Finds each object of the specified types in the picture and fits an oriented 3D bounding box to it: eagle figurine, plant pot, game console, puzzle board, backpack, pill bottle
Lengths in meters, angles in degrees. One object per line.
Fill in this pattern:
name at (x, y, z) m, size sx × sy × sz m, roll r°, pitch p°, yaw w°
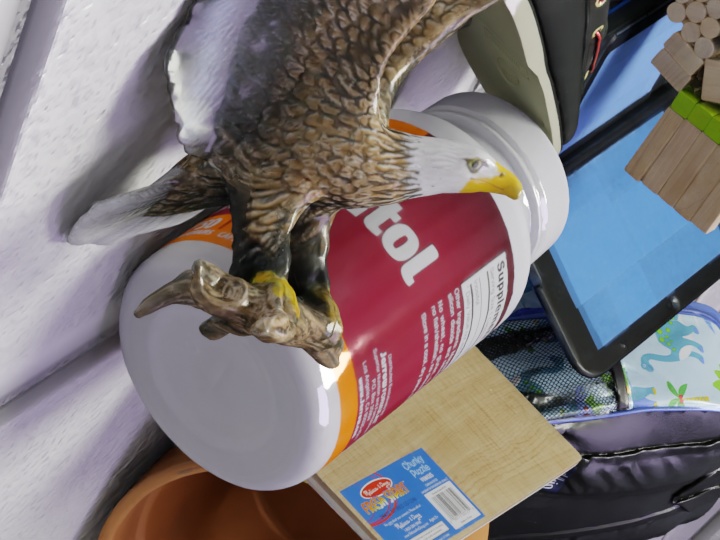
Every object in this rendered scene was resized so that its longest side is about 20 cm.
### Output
eagle figurine at (-0.007, -0.066, 0.887) m, size 0.152 × 0.151 × 0.200 m, roll 5°, pitch -98°, yaw 60°
plant pot at (-0.018, 0.142, 1.220) m, size 0.200 × 0.200 × 0.140 m, roll -60°, pitch 178°, yaw 37°
game console at (0.169, -0.066, 1.342) m, size 0.200 × 0.118 × 0.171 m, roll -35°, pitch 160°, yaw -44°
puzzle board at (0.013, 0.066, 1.157) m, size 0.017 × 0.151 × 0.200 m, roll -50°, pitch 166°, yaw 28°
backpack at (0.125, 0.082, 1.436) m, size 0.200 × 0.147 × 0.183 m, roll -4°, pitch 149°, yaw -15°
pill bottle at (0.000, 0.000, 1.032) m, size 0.200 × 0.113 × 0.113 m, roll -37°, pitch 161°, yaw -41°

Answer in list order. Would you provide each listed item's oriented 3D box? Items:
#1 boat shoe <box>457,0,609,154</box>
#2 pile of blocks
boat shoe at (0.081, -0.109, 1.067) m, size 0.063 × 0.074 × 0.201 m, roll -38°, pitch 159°, yaw -8°
pile of blocks at (0.201, -0.123, 1.268) m, size 0.062 × 0.082 × 0.200 m, roll -26°, pitch 128°, yaw -55°
